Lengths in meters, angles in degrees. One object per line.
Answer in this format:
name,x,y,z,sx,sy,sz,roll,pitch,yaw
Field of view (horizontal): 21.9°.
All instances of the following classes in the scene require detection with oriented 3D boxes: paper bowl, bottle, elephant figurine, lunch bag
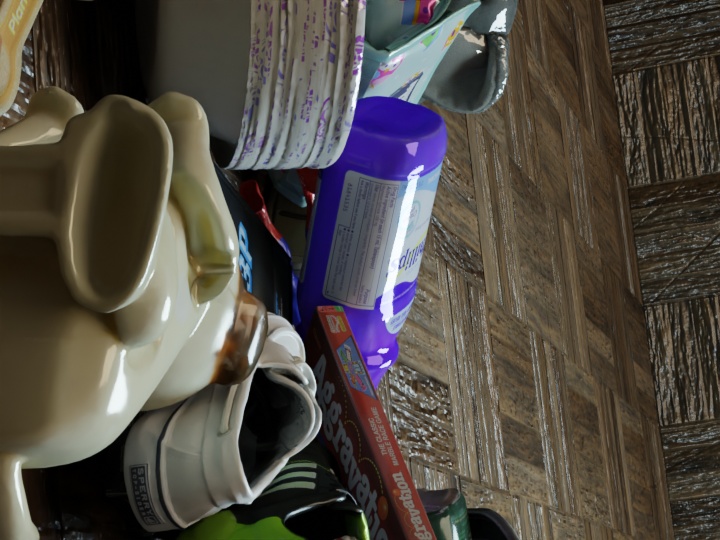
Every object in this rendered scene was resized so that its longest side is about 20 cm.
paper bowl,-0.065,-0.154,1.012,0.201,0.104,0.201,179,-90,-76
bottle,0.000,0.000,1.105,0.084,0.065,0.200,-38,143,-61
elephant figurine,0.059,-0.181,1.369,0.155,0.200,0.142,27,54,-71
lunch bag,-0.004,-0.159,1.188,0.170,0.122,0.200,124,-23,-51

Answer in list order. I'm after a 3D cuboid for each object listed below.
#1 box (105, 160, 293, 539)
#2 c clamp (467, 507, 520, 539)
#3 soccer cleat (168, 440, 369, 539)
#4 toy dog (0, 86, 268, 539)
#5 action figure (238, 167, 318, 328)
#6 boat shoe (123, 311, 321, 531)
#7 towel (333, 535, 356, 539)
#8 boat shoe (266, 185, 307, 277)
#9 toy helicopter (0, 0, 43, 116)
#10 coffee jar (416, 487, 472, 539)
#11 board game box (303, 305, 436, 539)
box,-0.083,0.053,1.018,0.159,0.046,0.200,54,31,-59
c clamp,0.087,0.252,1.352,0.200,0.027,0.171,-31,-107,65
soccer cleat,-0.029,0.130,0.931,0.200,0.081,0.068,-31,114,-74
toy dog,-0.108,0.012,0.792,0.200,0.140,0.194,3,79,-76
action figure,-0.027,0.029,1.188,0.052,0.065,0.200,-119,-169,-51
boat shoe,-0.051,0.072,0.915,0.200,0.065,0.074,-59,137,-64
towel,-0.064,0.216,0.804,0.200,0.023,0.144,-24,110,-31
boat shoe,-0.012,-0.055,1.276,0.068,0.075,0.200,82,21,-43
toy helicopter,-0.153,-0.161,0.856,0.132,0.079,0.200,69,31,-55
coffee jar,0.046,0.256,1.284,0.104,0.085,0.200,-19,99,-82
board game box,-0.002,0.125,1.027,0.200,0.019,0.103,-113,-148,-42
